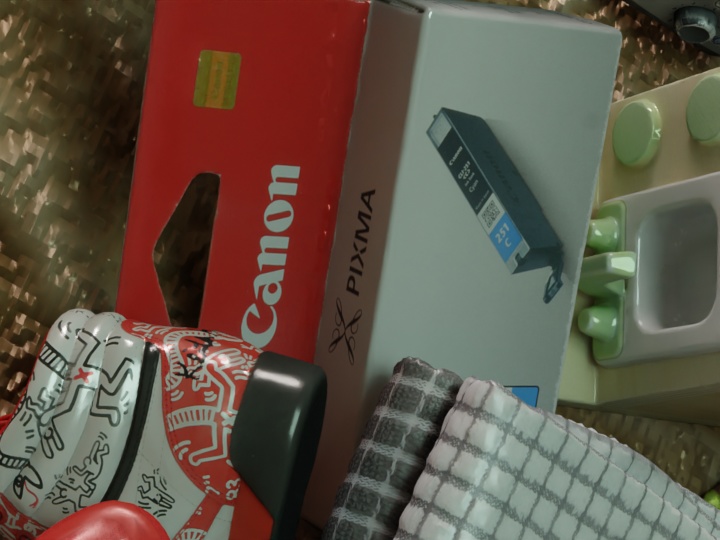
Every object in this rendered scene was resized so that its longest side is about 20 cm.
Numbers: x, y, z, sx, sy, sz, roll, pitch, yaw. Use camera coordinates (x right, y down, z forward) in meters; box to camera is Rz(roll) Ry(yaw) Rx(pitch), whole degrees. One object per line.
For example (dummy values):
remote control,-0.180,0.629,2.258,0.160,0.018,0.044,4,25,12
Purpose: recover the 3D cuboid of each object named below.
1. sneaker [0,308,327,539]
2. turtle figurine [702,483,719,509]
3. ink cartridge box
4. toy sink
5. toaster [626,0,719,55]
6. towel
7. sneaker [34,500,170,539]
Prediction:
sneaker,-0.085,0.113,0.751,0.107,0.067,0.202,16,103,9
turtle figurine,0.214,0.103,0.885,0.200,0.161,0.065,42,62,-20
ink cartridge box,0.000,0.000,0.793,0.175,0.045,0.201,2,103,-33
toy sink,0.159,-0.008,0.899,0.199,0.112,0.131,10,76,-31
toaster,0.187,-0.196,0.931,0.113,0.129,0.201,28,67,-27
towel,0.059,0.142,0.790,0.200,0.085,0.166,33,75,-38
sneaker,-0.113,0.132,0.629,0.077,0.085,0.200,24,47,19
